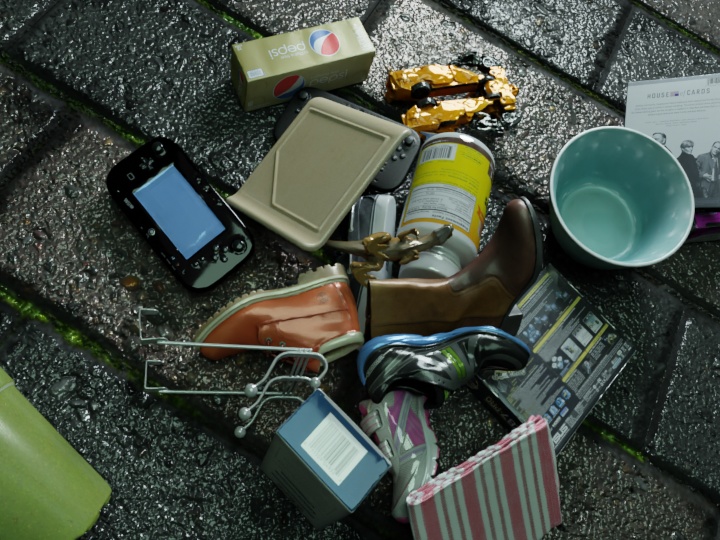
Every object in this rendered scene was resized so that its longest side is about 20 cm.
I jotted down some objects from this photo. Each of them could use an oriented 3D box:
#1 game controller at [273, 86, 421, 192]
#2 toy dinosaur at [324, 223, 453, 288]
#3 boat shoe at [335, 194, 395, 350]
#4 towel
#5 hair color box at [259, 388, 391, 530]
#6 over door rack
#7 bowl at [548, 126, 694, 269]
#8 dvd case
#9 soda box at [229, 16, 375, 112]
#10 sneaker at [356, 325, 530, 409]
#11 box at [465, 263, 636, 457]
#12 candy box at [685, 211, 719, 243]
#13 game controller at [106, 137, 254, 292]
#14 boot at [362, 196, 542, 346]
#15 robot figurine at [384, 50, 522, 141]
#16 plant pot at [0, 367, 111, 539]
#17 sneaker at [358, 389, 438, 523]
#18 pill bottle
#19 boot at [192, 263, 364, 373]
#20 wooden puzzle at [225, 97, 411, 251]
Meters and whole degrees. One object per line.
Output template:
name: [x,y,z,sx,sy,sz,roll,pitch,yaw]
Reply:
game controller: [-0.019,-0.178,0.965,0.196,0.042,0.105,24,61,11]
toy dinosaur: [0.012,-0.024,0.840,0.195,0.106,0.062,1,107,14]
boat shoe: [0.000,0.000,0.895,0.066,0.072,0.205,2,75,17]
towel: [0.142,0.266,0.792,0.197,0.030,0.150,-23,113,-22]
hair color box: [-0.042,0.198,0.719,0.100,0.201,0.060,44,64,9]
over door rack: [-0.144,0.121,0.760,0.195,0.149,0.068,14,58,-7]
bowl: [0.343,-0.083,0.984,0.195,0.105,0.206,1,70,-3]
dvd case: [0.462,-0.185,1.041,0.147,0.025,0.205,2,77,30]
soda box: [-0.081,-0.291,1.001,0.196,0.068,0.065,-19,71,-20]
sneaker: [0.094,0.112,0.792,0.194,0.071,0.084,-5,61,-11]
box: [0.237,0.114,0.911,0.161,0.049,0.200,45,64,7]
candy box: [0.517,-0.148,1.088,0.133,0.061,0.205,-6,68,-14]
game controller: [-0.222,-0.069,0.875,0.104,0.042,0.201,-37,79,-25]
boot: [0.098,0.007,0.814,0.195,0.191,0.069,-3,40,-16]
robot figurine: [0.140,-0.250,1.044,0.195,0.058,0.148,-8,69,-16]
plant pot: [-0.345,0.206,0.667,0.189,0.200,0.202,39,63,-9]
sneaker: [0.038,0.184,0.819,0.086,0.082,0.204,7,57,-9]
pill bottle: [0.108,-0.070,0.927,0.107,0.110,0.204,19,64,-4]
boot: [-0.092,0.076,0.820,0.196,0.075,0.109,-20,72,-7]
wooden puzzle: [-0.054,-0.124,0.890,0.183,0.037,0.201,29,73,41]
